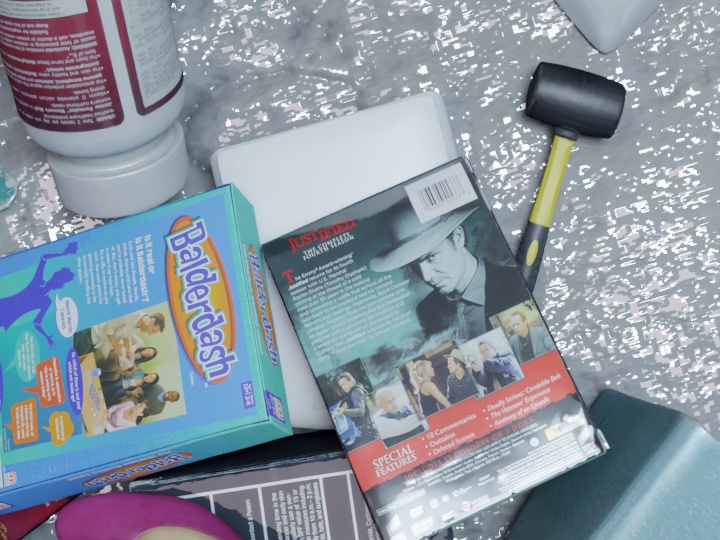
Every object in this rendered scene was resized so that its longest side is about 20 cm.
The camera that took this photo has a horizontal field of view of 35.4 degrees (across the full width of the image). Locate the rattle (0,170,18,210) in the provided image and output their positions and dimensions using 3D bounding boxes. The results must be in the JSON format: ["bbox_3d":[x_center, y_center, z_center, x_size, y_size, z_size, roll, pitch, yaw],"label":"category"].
[{"bbox_3d":[-0.346,-0.024,0.787,0.129,0.142,0.202,34,75,-31],"label":"rattle"}]

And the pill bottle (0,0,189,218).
[{"bbox_3d":[-0.168,-0.142,0.699,0.107,0.110,0.203,-5,125,2],"label":"pill bottle"}]

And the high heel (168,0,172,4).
[{"bbox_3d":[-0.136,-0.277,0.749,0.094,0.067,0.204,18,87,-9],"label":"high heel"}]

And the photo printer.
[{"bbox_3d":[0.000,0.000,0.752,0.163,0.069,0.204,-14,88,2],"label":"photo printer"}]

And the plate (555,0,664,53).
[{"bbox_3d":[0.175,-0.289,0.762,0.200,0.032,0.200,-42,90,2],"label":"plate"}]

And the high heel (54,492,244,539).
[{"bbox_3d":[-0.087,0.178,0.630,0.196,0.096,0.069,17,91,2],"label":"high heel"}]

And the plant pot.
[{"bbox_3d":[0.177,0.219,0.688,0.195,0.196,0.200,42,89,0],"label":"plant pot"}]

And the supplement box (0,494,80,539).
[{"bbox_3d":[-0.236,0.120,0.772,0.199,0.061,0.110,-37,90,2],"label":"supplement box"}]

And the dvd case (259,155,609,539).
[{"bbox_3d":[0.041,0.047,0.680,0.144,0.022,0.203,-24,76,-5],"label":"dvd case"}]

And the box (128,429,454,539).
[{"bbox_3d":[-0.032,0.212,0.737,0.194,0.123,0.204,-8,90,1],"label":"box"}]

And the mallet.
[{"bbox_3d":[0.115,-0.043,0.771,0.065,0.041,0.203,22,96,0],"label":"mallet"}]

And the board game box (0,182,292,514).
[{"bbox_3d":[-0.150,0.049,0.694,0.196,0.045,0.155,-16,68,11],"label":"board game box"}]
